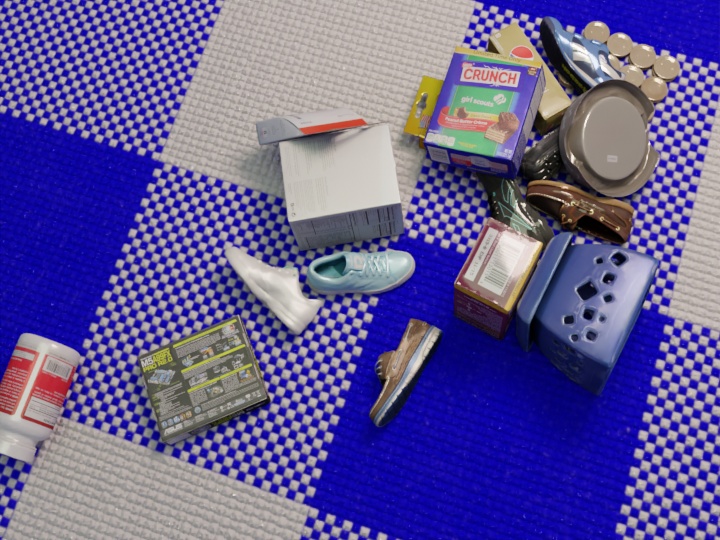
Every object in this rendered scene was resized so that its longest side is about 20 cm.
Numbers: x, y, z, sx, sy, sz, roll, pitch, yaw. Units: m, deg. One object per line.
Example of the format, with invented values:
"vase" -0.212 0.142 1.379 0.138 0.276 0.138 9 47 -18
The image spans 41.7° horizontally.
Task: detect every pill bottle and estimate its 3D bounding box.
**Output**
"pill bottle" -0.571 0.221 1.634 0.110 0.113 0.204 15 74 9

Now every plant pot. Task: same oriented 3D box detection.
"plant pot" 0.364 0.063 1.566 0.177 0.200 0.202 25 76 18

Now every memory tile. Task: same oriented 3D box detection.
"memory tile" 0.486 -0.373 1.784 0.198 0.017 0.155 30 77 12

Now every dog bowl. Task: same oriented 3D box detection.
"dog bowl" 0.438 -0.232 1.677 0.196 0.058 0.205 -1 93 -22

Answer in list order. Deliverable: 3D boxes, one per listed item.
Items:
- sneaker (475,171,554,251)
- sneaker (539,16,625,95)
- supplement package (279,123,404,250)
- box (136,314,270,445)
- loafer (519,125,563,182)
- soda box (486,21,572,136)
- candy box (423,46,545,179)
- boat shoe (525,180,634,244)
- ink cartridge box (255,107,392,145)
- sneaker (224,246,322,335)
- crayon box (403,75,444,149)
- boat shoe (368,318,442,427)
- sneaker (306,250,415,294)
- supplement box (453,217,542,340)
"sneaker" 0.261 -0.108 1.689 0.079 0.076 0.201 -35 73 -4
"sneaker" 0.409 -0.396 1.754 0.082 0.074 0.201 -37 82 -6
"supplement package" -0.031 -0.145 1.684 0.196 0.151 0.155 -9 71 2
"box" -0.274 0.191 1.654 0.197 0.044 0.163 -23 71 -3
"loafer" 0.367 -0.236 1.723 0.199 0.069 0.070 -38 42 -17
"soda box" 0.314 -0.358 1.766 0.063 0.068 0.202 -29 72 -6
"candy box" 0.223 -0.283 1.682 0.166 0.077 0.203 14 72 19
"boat shoe" 0.386 -0.103 1.677 0.196 0.071 0.071 16 70 9
"ink cartridge box" -0.066 -0.266 1.680 0.161 0.198 0.058 -17 96 -42
"sneaker" -0.153 0.017 1.685 0.200 0.075 0.089 44 84 6
"crayon box" 0.190 -0.274 1.759 0.196 0.051 0.129 19 75 10
"boat shoe" 0.063 0.173 1.624 0.072 0.073 0.201 28 67 17
"sneaker" 0.000 0.000 1.672 0.196 0.082 0.075 -12 72 1
"supplement box" 0.227 0.018 1.584 0.102 0.200 0.132 26 76 13
